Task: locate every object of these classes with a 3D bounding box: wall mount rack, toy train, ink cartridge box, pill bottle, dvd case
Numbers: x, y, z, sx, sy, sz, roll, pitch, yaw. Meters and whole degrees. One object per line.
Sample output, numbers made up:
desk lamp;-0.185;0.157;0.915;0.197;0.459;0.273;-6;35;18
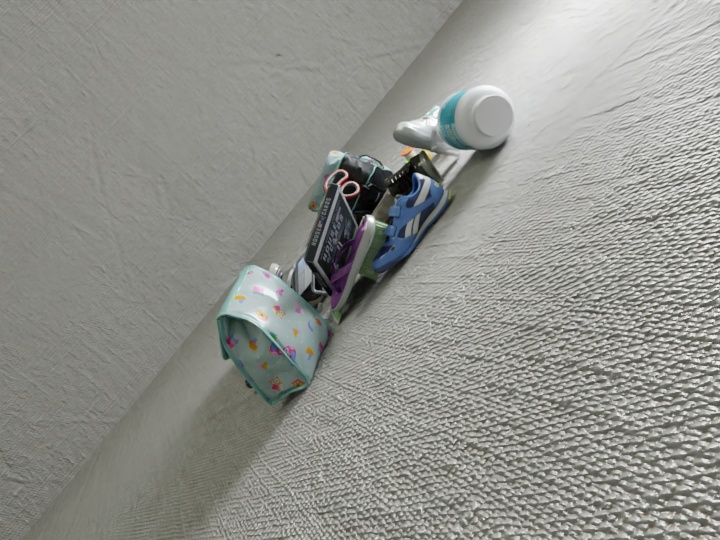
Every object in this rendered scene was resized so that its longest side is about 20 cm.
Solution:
wall mount rack;-0.085;-0.017;1.570;0.200;0.073;0.177;-56;-30;-69
toy train;0.156;-0.280;1.762;0.200;0.056;0.150;-42;9;7
ink cartridge box;0.000;0.000;1.537;0.146;0.047;0.203;-138;65;-79
pill bottle;0.212;-0.276;1.448;0.111;0.111;0.200;-49;11;0
dvd case;-0.050;-0.051;1.476;0.200;0.024;0.152;62;-137;-69

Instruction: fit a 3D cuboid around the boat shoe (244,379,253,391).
boat shoe;-0.178;0.166;1.620;0.200;0.062;0.075;-45;16;25

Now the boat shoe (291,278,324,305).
boat shoe;-0.179;0.047;1.757;0.197;0.063;0.073;-8;32;14

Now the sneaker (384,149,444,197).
sneaker;0.105;-0.181;1.609;0.106;0.075;0.200;-35;3;6

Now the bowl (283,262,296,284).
bowl;-0.199;0.088;1.914;0.199;0.074;0.201;-35;19;49

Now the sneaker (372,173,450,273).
sneaker;0.076;-0.085;1.430;0.201;0.082;0.074;-53;14;-10

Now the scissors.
scissors;-0.076;-0.130;1.630;0.200;0.073;0.014;-49;-10;-26

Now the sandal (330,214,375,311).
sandal;-0.026;-0.019;1.447;0.083;0.049;0.205;-90;21;-59

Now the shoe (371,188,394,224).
shoe;0.037;-0.113;1.723;0.201;0.053;0.070;-51;12;-8

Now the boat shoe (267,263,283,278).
boat shoe;-0.155;0.091;1.539;0.075;0.091;0.203;-77;2;-72

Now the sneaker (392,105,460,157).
sneaker;0.134;-0.282;1.565;0.074;0.199;0.090;15;97;37

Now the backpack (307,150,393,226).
backpack;-0.015;-0.176;1.786;0.199;0.152;0.178;-5;-60;-64

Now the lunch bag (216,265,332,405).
lunch bag;-0.164;0.104;1.409;0.121;0.200;0.171;-32;19;29
